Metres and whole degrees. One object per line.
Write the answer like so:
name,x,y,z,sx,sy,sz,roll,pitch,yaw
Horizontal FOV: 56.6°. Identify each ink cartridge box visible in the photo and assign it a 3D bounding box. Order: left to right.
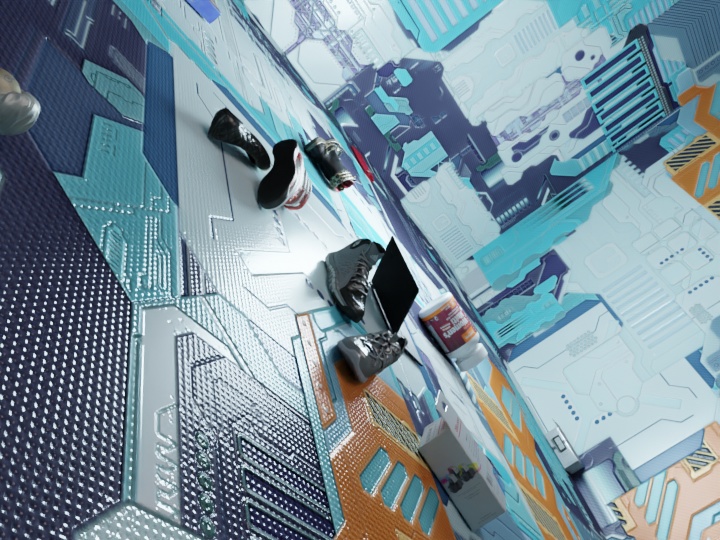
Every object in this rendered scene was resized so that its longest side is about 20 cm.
ink cartridge box,0.159,0.311,1.118,0.201,0.068,0.115,56,11,3
ink cartridge box,0.824,0.719,2.740,0.116,0.068,0.201,42,17,-49

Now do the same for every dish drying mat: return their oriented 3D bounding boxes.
dish drying mat,0.009,-0.457,2.850,0.077,0.018,0.201,44,16,-43

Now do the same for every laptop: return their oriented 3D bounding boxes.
laptop,0.100,0.068,1.456,0.200,0.115,0.188,46,15,-40

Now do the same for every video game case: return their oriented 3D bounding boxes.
video game case,-0.448,-0.738,1.663,0.200,0.045,0.182,37,20,-57

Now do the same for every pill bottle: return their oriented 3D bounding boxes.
pill bottle,0.257,0.170,1.836,0.201,0.109,0.110,55,11,-2

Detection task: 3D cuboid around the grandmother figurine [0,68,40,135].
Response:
grandmother figurine,-0.333,-0.182,0.505,0.200,0.060,0.122,46,22,-28

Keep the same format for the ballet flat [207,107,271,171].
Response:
ballet flat,-0.214,-0.225,1.193,0.066,0.057,0.200,44,0,22

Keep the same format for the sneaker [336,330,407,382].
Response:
sneaker,0.023,0.121,1.057,0.075,0.082,0.200,57,11,10

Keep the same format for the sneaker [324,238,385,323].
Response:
sneaker,0.000,0.000,1.226,0.075,0.115,0.201,47,14,-35

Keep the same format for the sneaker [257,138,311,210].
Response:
sneaker,-0.130,-0.143,1.216,0.203,0.066,0.109,-86,163,-49

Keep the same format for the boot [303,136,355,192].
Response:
boot,-0.072,-0.299,1.901,0.151,0.073,0.200,55,15,7
